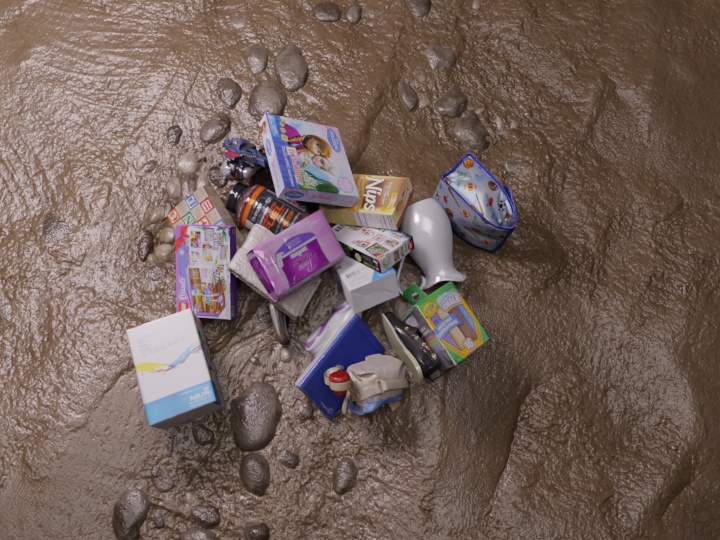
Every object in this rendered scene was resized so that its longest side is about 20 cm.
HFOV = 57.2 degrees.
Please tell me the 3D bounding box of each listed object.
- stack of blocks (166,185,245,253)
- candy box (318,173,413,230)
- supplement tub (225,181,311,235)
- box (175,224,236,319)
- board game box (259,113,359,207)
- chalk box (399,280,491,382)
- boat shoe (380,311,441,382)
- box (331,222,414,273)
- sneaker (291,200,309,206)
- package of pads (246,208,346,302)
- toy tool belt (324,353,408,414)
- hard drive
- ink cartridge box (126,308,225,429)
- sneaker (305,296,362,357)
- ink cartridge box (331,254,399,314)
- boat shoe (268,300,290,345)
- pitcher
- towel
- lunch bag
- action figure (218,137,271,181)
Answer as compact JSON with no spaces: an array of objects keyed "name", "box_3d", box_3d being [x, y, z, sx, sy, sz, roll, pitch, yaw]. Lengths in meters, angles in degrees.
[{"name":"stack of blocks","box_3d":[-0.341,-0.075,1.513,0.114,0.058,0.203,-33,87,14]},{"name":"candy box","box_3d":[0.014,-0.162,1.535,0.195,0.056,0.117,7,55,29]},{"name":"supplement tub","box_3d":[-0.214,-0.127,1.537,0.196,0.107,0.109,28,73,4]},{"name":"box","box_3d":[-0.343,0.002,1.469,0.132,0.039,0.207,3,96,13]},{"name":"board game box","box_3d":[-0.114,-0.244,1.470,0.195,0.041,0.205,3,58,-37]},{"name":"chalk box","box_3d":[0.169,0.118,1.473,0.122,0.125,0.203,-26,77,-31]},{"name":"boat shoe","box_3d":[0.104,0.155,1.423,0.062,0.075,0.202,-26,41,-12]},{"name":"box","box_3d":[0.018,-0.067,1.502,0.109,0.035,0.198,-34,40,-26]},{"name":"sneaker","box_3d":[-0.113,-0.229,1.567,0.073,0.083,0.199,23,41,28]},{"name":"package of pads","box_3d":[-0.136,-0.034,1.430,0.198,0.075,0.123,-33,94,-26]},{"name":"toy tool belt","box_3d":[0.015,0.264,1.416,0.196,0.123,0.127,-11,104,-40]},{"name":"hard drive","box_3d":[-0.041,0.211,1.454,0.201,0.025,0.133,-50,126,-16]},{"name":"ink cartridge box","box_3d":[-0.390,0.211,1.404,0.142,0.147,0.205,-18,76,-9]},{"name":"sneaker","box_3d":[-0.036,0.132,1.506,0.200,0.074,0.100,-47,105,-18]},{"name":"ink cartridge box","box_3d":[0.000,0.000,1.507,0.113,0.068,0.201,-21,35,-9]},{"name":"boat shoe","box_3d":[-0.173,0.064,1.502,0.071,0.075,0.206,-9,76,-7]},{"name":"pitcher","box_3d":[0.141,-0.050,1.542,0.167,0.121,0.206,-19,88,-3]},{"name":"towel","box_3d":[-0.186,0.004,1.466,0.198,0.034,0.134,37,58,-11]},{"name":"lunch bag","box_3d":[0.275,-0.146,1.549,0.123,0.171,0.200,-40,79,-14]},{"name":"action figure","box_3d":[-0.234,-0.243,1.528,0.189,0.108,0.199,-16,31,-25]}]
